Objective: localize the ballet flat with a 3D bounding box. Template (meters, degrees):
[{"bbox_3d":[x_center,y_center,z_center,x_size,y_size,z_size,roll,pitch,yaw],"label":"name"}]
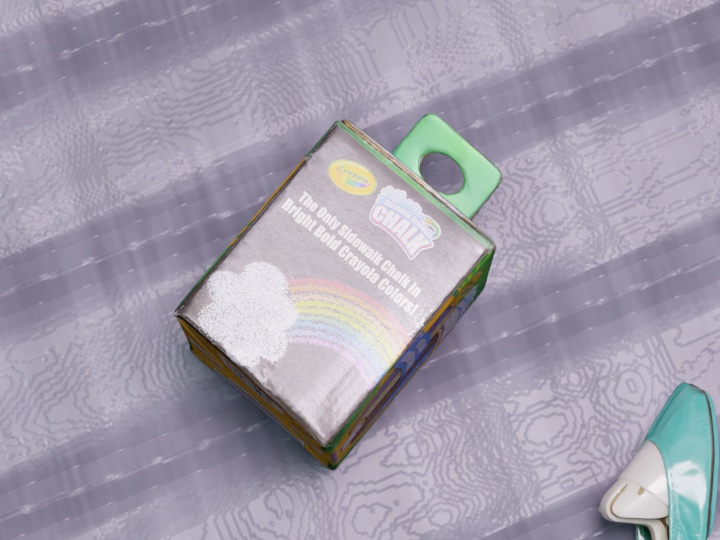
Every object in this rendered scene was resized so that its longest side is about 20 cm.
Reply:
[{"bbox_3d":[0.177,0.165,1.292,0.070,0.067,0.202,3,80,-15],"label":"ballet flat"}]

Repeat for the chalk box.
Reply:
[{"bbox_3d":[0.000,0.000,1.300,0.124,0.124,0.200,40,81,8],"label":"chalk box"}]
